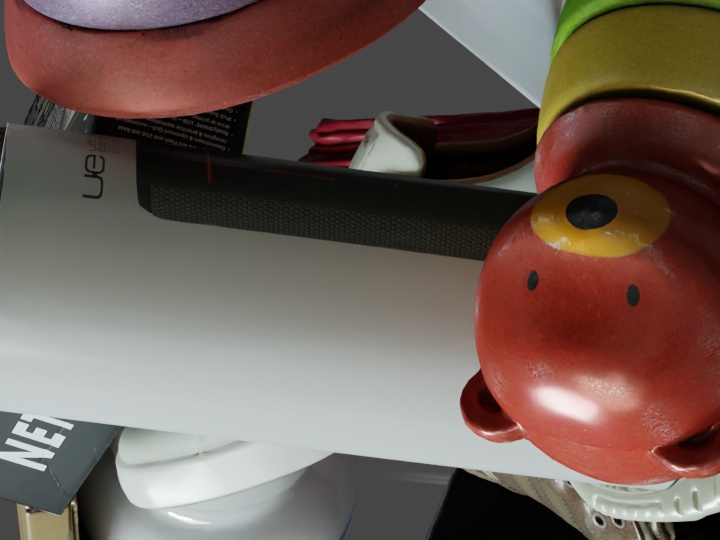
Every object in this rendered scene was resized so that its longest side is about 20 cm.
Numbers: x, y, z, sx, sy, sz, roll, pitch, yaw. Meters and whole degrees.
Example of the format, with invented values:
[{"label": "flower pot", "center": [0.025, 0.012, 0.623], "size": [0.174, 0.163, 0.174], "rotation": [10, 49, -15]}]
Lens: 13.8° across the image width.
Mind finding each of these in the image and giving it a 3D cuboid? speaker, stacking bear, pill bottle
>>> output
[{"label": "speaker", "center": [-0.007, 0.011, 0.822], "size": [0.199, 0.081, 0.081], "rotation": [8, 151, -7]}, {"label": "stacking bear", "center": [-0.059, -0.152, 0.772], "size": [0.121, 0.114, 0.200], "rotation": [9, 128, 27]}, {"label": "pill bottle", "center": [-0.058, 0.093, 1.177], "size": [0.112, 0.112, 0.200], "rotation": [22, 149, 12]}, {"label": "stacking bear", "center": [0.092, -0.035, 0.762], "size": [0.121, 0.200, 0.114], "rotation": [14, 147, 23]}]

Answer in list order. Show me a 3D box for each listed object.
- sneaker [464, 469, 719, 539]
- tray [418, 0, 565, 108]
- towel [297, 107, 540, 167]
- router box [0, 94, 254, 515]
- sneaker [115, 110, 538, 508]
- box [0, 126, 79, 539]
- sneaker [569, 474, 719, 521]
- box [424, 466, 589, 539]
[{"label": "sneaker", "center": [0.086, 0.055, 0.961], "size": [0.200, 0.070, 0.076], "rotation": [38, 167, 8]}, {"label": "tray", "center": [0.028, -0.135, 0.819], "size": [0.107, 0.022, 0.200], "rotation": [41, 156, 25]}, {"label": "towel", "center": [0.081, 0.014, 1.029], "size": [0.144, 0.023, 0.200], "rotation": [-2, 140, 39]}, {"label": "router box", "center": [-0.082, -0.024, 0.973], "size": [0.051, 0.150, 0.200], "rotation": [17, 152, -12]}, {"label": "sneaker", "center": [0.000, 0.000, 0.928], "size": [0.200, 0.073, 0.085], "rotation": [-29, 104, 7]}, {"label": "box", "center": [-0.126, 0.065, 1.159], "size": [0.021, 0.164, 0.200], "rotation": [-7, 149, -7]}, {"label": "sneaker", "center": [0.153, 0.020, 0.879], "size": [0.111, 0.077, 0.200], "rotation": [0, 154, -40]}, {"label": "box", "center": [0.132, 0.159, 1.089], "size": [0.196, 0.118, 0.200], "rotation": [11, 150, 20]}]
